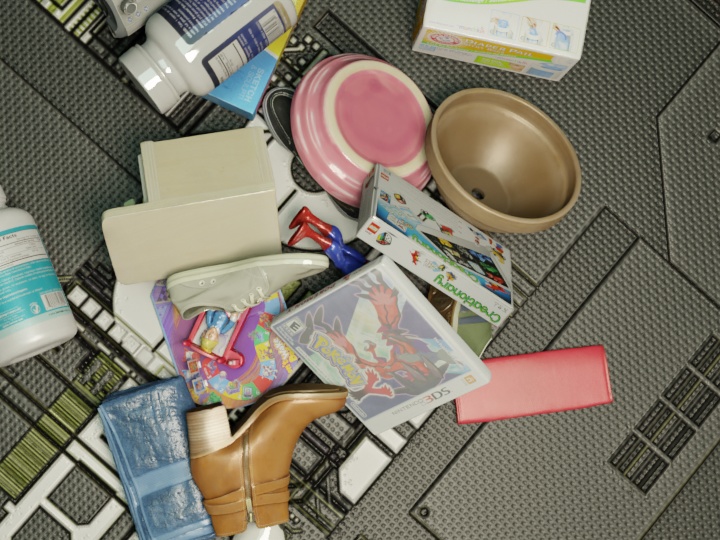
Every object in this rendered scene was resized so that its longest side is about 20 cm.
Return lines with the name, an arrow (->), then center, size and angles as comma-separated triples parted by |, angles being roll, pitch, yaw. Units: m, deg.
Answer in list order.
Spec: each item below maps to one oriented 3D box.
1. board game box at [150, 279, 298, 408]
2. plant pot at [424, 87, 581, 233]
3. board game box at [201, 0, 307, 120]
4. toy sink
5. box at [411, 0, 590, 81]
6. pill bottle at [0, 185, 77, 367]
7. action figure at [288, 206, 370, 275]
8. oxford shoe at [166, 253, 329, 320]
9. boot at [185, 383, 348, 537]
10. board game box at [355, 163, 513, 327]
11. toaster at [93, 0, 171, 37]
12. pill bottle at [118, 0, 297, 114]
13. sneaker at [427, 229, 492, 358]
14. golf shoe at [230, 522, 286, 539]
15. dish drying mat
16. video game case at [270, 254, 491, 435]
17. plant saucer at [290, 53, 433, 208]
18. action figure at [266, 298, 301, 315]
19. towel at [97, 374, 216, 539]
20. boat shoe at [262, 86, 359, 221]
board game box -> -0.166, 0.067, 1.450 | 0.157, 0.039, 0.201 | -19, 88, 8
plant pot -> 0.160, -0.117, 1.471 | 0.200, 0.093, 0.202 | 13, 55, -18
board game box -> -0.161, -0.309, 1.501 | 0.152, 0.040, 0.201 | 23, 83, -3
toy sink -> -0.201, -0.078, 1.418 | 0.199, 0.131, 0.112 | -11, 54, -6
box -> 0.172, -0.315, 1.497 | 0.199, 0.112, 0.102 | 11, 84, -3
pill bottle -> -0.418, 0.003, 1.416 | 0.110, 0.111, 0.201 | -23, 87, -7
action figure -> 0.000, 0.000, 1.465 | 0.199, 0.066, 0.052 | 32, 111, -19
oxford shoe -> -0.129, 0.018, 1.396 | 0.199, 0.075, 0.058 | -12, 77, 12
boot -> -0.099, 0.220, 1.411 | 0.199, 0.077, 0.156 | -13, 94, -11
board game box -> 0.088, -0.031, 1.382 | 0.199, 0.126, 0.035 | 33, 120, -15
toaster -> -0.284, -0.379, 1.445 | 0.129, 0.114, 0.200 | -32, 52, -11
pill bottle -> -0.182, -0.277, 1.420 | 0.200, 0.111, 0.111 | -40, 90, -7
sneaker -> 0.130, 0.052, 1.490 | 0.090, 0.067, 0.201 | 46, 55, -40
golf shoe -> -0.145, 0.381, 1.419 | 0.077, 0.094, 0.201 | 27, 82, -1
dish drying mat -> 0.213, 0.142, 1.510 | 0.199, 0.018, 0.077 | -7, 85, -5
video game case -> 0.023, 0.092, 1.403 | 0.182, 0.023, 0.200 | -30, 113, 33
plant saucer -> 0.014, -0.175, 1.462 | 0.199, 0.051, 0.202 | 9, 70, -26
action figure -> -0.028, 0.091, 1.479 | 0.199, 0.052, 0.066 | 31, 88, 0
towel -> -0.233, 0.232, 1.439 | 0.111, 0.049, 0.201 | -17, 89, -3
boat shoe -> -0.049, -0.146, 1.485 | 0.070, 0.066, 0.200 | -34, 89, -7
